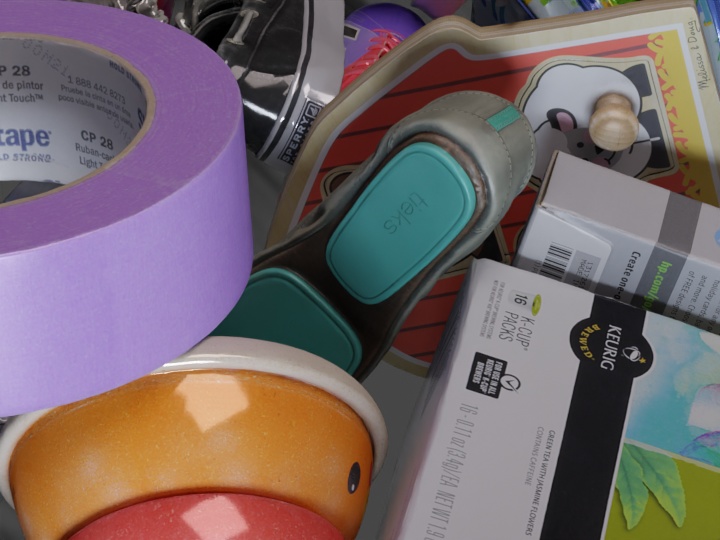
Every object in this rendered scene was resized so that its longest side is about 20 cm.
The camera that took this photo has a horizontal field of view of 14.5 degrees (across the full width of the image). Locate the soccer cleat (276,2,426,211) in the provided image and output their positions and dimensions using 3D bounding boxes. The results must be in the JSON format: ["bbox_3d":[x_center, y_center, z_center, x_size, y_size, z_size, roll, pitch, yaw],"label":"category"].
[{"bbox_3d":[0.006,-0.069,1.265,0.068,0.073,0.200,18,41,0],"label":"soccer cleat"}]

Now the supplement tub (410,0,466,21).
[{"bbox_3d":[0.001,-0.226,1.327,0.200,0.140,0.140,39,43,-5],"label":"supplement tub"}]

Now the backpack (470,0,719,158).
[{"bbox_3d":[0.116,-0.074,1.214,0.153,0.200,0.163,-7,48,-27],"label":"backpack"}]

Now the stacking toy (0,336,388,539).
[{"bbox_3d":[-0.054,0.137,1.000,0.146,0.146,0.200,4,57,-16],"label":"stacking toy"}]

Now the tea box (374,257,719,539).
[{"bbox_3d":[0.099,0.130,1.044,0.196,0.134,0.200,18,42,-1],"label":"tea box"}]

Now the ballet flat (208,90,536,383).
[{"bbox_3d":[0.000,0.000,1.111,0.067,0.200,0.064,49,39,1],"label":"ballet flat"}]

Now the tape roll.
[{"bbox_3d":[-0.140,-0.027,1.017,0.199,0.066,0.200,-3,32,2],"label":"tape roll"}]

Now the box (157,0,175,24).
[{"bbox_3d":[-0.154,-0.159,1.286,0.099,0.096,0.200,0,46,-18],"label":"box"}]

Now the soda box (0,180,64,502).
[{"bbox_3d":[-0.126,0.011,1.137,0.063,0.068,0.200,27,43,8],"label":"soda box"}]

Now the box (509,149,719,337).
[{"bbox_3d":[0.146,0.050,1.129,0.199,0.156,0.041,20,43,2],"label":"box"}]

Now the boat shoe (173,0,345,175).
[{"bbox_3d":[-0.051,-0.094,1.233,0.068,0.074,0.199,24,20,-10],"label":"boat shoe"}]

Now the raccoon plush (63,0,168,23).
[{"bbox_3d":[-0.127,-0.135,1.170,0.096,0.134,0.200,-8,31,-7],"label":"raccoon plush"}]

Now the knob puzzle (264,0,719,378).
[{"bbox_3d":[0.056,-0.015,1.148,0.219,0.220,0.031,13,39,-7],"label":"knob puzzle"}]
